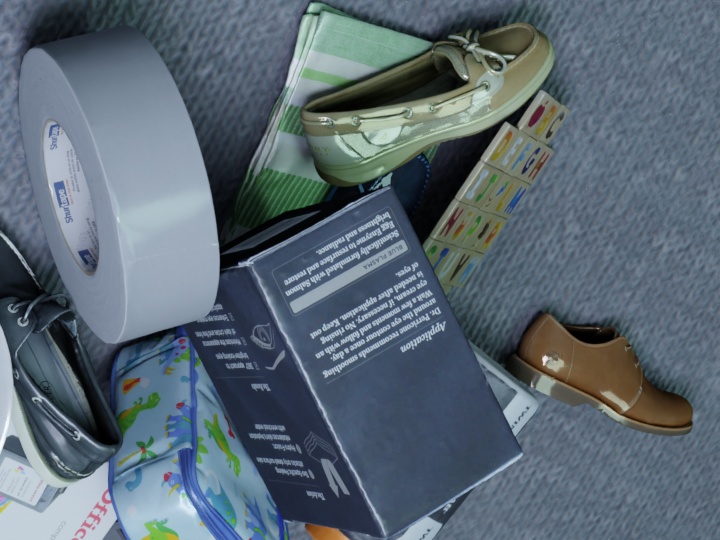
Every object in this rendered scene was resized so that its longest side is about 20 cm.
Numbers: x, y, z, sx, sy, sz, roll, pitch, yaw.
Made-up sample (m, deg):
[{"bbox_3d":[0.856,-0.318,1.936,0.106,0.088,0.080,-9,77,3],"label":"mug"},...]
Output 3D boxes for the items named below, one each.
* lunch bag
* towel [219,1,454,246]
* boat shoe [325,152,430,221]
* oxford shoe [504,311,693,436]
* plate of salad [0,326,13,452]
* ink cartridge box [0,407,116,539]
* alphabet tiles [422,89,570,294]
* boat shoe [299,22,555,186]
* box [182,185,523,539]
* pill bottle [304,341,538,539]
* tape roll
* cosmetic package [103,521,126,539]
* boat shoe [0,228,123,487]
[{"bbox_3d":[-0.112,0.146,1.406,0.082,0.200,0.161,-24,126,12],"label":"lunch bag"},{"bbox_3d":[-0.013,-0.088,1.454,0.152,0.023,0.201,14,105,-35],"label":"towel"},{"bbox_3d":[0.000,0.000,1.447,0.084,0.069,0.200,20,101,-37],"label":"boat shoe"},{"bbox_3d":[0.217,0.089,1.644,0.200,0.071,0.071,23,96,-34],"label":"oxford shoe"},{"bbox_3d":[-0.324,0.079,1.275,0.200,0.200,0.048,-54,168,5],"label":"plate of salad"},{"bbox_3d":[-0.279,0.150,1.386,0.200,0.086,0.148,33,95,-35],"label":"ink cartridge box"},{"bbox_3d":[0.093,-0.046,1.481,0.200,0.006,0.166,-56,164,6],"label":"alphabet tiles"},{"bbox_3d":[0.050,-0.133,1.413,0.200,0.073,0.063,-27,129,-9],"label":"boat shoe"},{"bbox_3d":[-0.017,0.062,1.305,0.117,0.197,0.200,-29,98,-21],"label":"box"},{"bbox_3d":[0.043,0.150,1.553,0.106,0.106,0.200,36,93,-37],"label":"pill bottle"},{"bbox_3d":[-0.161,-0.056,1.275,0.066,0.200,0.201,-16,121,-21],"label":"tape roll"},{"bbox_3d":[-0.174,0.297,1.527,0.101,0.071,0.201,-5,117,-27],"label":"cosmetic package"},{"bbox_3d":[-0.218,0.048,1.327,0.074,0.066,0.200,-18,87,-54],"label":"boat shoe"}]
